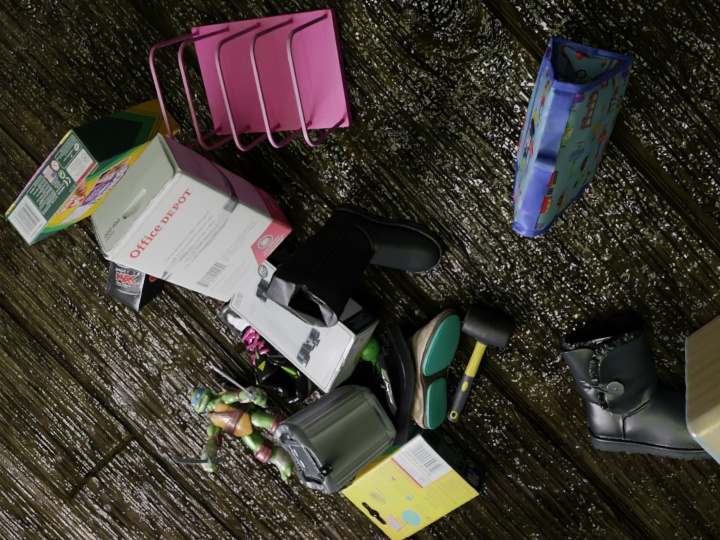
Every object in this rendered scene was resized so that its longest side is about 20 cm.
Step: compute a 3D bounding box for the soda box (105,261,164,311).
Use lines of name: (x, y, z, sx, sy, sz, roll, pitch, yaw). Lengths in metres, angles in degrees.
soda box: (-0.324, -0.041, 1.083, 0.063, 0.071, 0.201, 27, 123, 9)

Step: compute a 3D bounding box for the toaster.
toaster: (-0.036, 0.236, 1.032, 0.114, 0.129, 0.200, 57, 159, 1)

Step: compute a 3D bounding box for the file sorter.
file sorter: (-0.132, -0.222, 0.870, 0.198, 0.126, 0.140, 1, 117, 23)

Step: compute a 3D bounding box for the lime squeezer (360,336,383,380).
lime squeezer: (-0.013, 0.102, 1.050, 0.199, 0.038, 0.071, 38, 156, 1)

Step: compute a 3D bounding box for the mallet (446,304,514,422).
mallet: (0.143, 0.131, 0.991, 0.065, 0.041, 0.201, 28, 128, 8)

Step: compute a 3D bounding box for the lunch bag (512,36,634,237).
lunch bag: (0.201, -0.131, 0.725, 0.093, 0.200, 0.152, 19, 122, 13)

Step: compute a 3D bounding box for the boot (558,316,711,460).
boot: (0.353, 0.139, 0.874, 0.199, 0.076, 0.169, -7, 117, 33)

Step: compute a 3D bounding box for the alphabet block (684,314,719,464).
alphabet block: (0.478, 0.123, 0.740, 0.195, 0.197, 0.200, 42, 124, -3)

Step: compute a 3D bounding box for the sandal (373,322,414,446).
sandal: (0.043, 0.167, 1.008, 0.042, 0.076, 0.202, -8, 120, -13)

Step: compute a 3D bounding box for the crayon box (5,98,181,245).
crayon box: (-0.363, -0.136, 0.988, 0.199, 0.173, 0.058, -35, 96, 34)

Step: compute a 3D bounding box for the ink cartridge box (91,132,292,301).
ink cartridge box: (-0.209, -0.059, 0.909, 0.146, 0.199, 0.085, -46, 54, 14)

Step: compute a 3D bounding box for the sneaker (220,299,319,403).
sneaker: (-0.136, 0.120, 1.074, 0.200, 0.088, 0.074, 43, 124, -2)

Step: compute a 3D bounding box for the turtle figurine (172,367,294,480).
turtle figurine: (-0.180, 0.255, 1.115, 0.193, 0.145, 0.200, 26, 163, -10)

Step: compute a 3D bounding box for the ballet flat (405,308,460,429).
ballet flat: (0.089, 0.129, 0.997, 0.067, 0.068, 0.202, 34, 129, 41)

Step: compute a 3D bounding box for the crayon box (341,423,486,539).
crayon box: (0.078, 0.324, 1.109, 0.127, 0.051, 0.200, 45, 124, -3)

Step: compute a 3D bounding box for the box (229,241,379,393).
box: (-0.082, 0.060, 1.008, 0.199, 0.060, 0.117, 38, 125, 19)

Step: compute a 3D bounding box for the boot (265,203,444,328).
boot: (-0.001, 0.000, 0.883, 0.163, 0.200, 0.066, 18, 122, 14)
